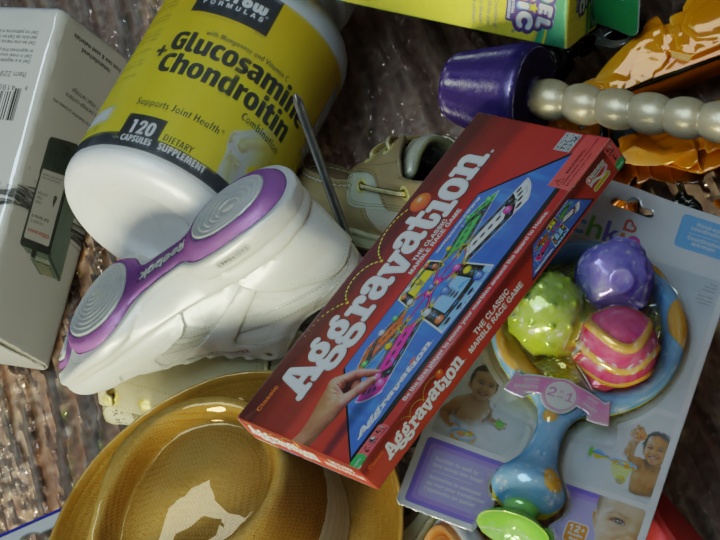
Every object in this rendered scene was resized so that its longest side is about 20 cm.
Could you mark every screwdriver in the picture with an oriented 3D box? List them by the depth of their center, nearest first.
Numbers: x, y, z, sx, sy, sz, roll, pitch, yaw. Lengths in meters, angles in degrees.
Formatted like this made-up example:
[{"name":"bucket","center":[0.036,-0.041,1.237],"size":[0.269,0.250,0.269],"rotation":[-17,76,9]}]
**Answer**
[{"name":"screwdriver","center":[0.000,0.000,1.273],"size":[0.028,0.029,0.201],"rotation":[-18,100,9]}]

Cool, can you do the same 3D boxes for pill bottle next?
[{"name":"pill bottle","center":[-0.075,-0.099,1.350],"size":[0.111,0.112,0.201],"rotation":[8,56,30]}]

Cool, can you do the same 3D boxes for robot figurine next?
[{"name":"robot figurine","center":[0.169,-0.082,1.265],"size":[0.199,0.058,0.146],"rotation":[-20,62,19]}]

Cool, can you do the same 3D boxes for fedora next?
[{"name":"fedora","center":[-0.078,0.126,1.199],"size":[0.199,0.082,0.202],"rotation":[-8,59,14]}]

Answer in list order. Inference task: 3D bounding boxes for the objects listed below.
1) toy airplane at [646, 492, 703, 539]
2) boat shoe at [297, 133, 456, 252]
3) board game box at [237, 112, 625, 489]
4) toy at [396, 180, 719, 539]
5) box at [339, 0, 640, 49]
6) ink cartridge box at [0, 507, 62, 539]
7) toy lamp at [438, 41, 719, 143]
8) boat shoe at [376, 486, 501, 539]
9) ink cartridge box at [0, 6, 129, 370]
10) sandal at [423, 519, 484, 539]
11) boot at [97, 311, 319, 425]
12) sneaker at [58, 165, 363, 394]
[{"name":"toy airplane","center":[0.166,0.206,1.103],"size":[0.198,0.141,0.201],"rotation":[13,79,32]},{"name":"boat shoe","center":[0.037,-0.039,1.285],"size":[0.199,0.074,0.067],"rotation":[18,106,46]},{"name":"board game box","center":[0.033,0.009,1.157],"size":[0.200,0.019,0.103],"rotation":[-52,33,-16]},{"name":"toy","center":[0.103,0.036,1.138],"size":[0.114,0.047,0.201],"rotation":[19,65,8]},{"name":"box","center":[0.053,-0.187,1.263],"size":[0.199,0.048,0.118],"rotation":[13,118,23]},{"name":"ink cartridge box","center":[-0.144,0.193,1.290],"size":[0.094,0.037,0.200],"rotation":[-23,34,-18]},{"name":"toy lamp","center":[0.134,-0.079,1.215],"size":[0.199,0.058,0.059],"rotation":[12,77,27]},{"name":"boat shoe","center":[0.057,0.126,1.245],"size":[0.064,0.071,0.200],"rotation":[42,93,-2]},{"name":"ink cartridge box","center":[-0.239,-0.051,1.452],"size":[0.145,0.084,0.201],"rotation":[6,74,29]},{"name":"sandal","center":[0.035,0.207,1.130],"size":[0.059,0.079,0.208],"rotation":[3,56,-14]},{"name":"boot","center":[-0.074,0.096,1.314],"size":[0.155,0.073,0.201],"rotation":[3,71,28]},{"name":"sneaker","center":[-0.080,0.027,1.266],"size":[0.200,0.100,0.075],"rotation":[-30,32,36]}]
